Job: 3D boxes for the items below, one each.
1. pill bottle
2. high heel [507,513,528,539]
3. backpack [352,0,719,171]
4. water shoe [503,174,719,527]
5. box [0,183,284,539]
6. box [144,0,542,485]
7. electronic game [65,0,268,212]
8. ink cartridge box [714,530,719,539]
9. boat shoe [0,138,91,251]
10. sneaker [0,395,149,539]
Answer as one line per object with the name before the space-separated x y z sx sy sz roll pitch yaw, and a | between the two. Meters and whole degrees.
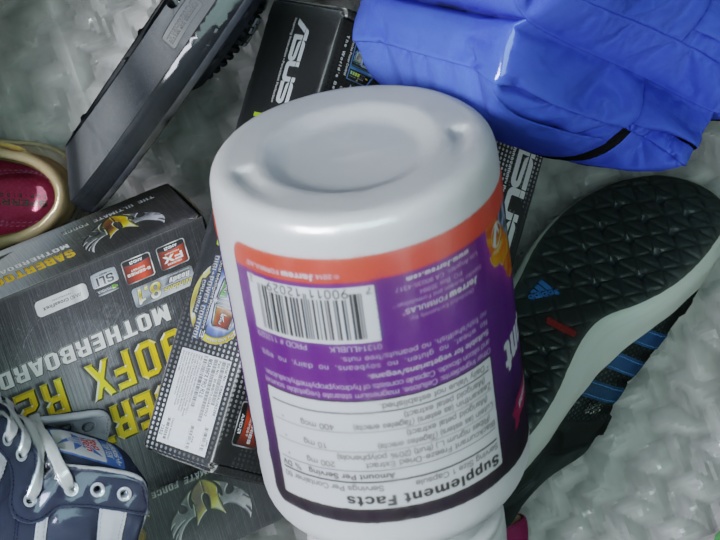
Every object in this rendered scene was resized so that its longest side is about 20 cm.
pill bottle | 0.009 0.038 0.905 0.111 0.112 0.201 -10 121 -2
high heel | -0.021 0.133 1.019 0.199 0.067 0.097 14 100 -29
backpack | 0.103 -0.128 0.947 0.199 0.162 0.169 10 103 -41
water shoe | 0.095 0.034 1.050 0.071 0.079 0.200 34 61 26
box | -0.144 0.073 0.992 0.199 0.048 0.159 -22 118 -16
box | 0.000 0.000 1.006 0.044 0.160 0.201 14 86 42
electronic game | -0.064 -0.110 0.980 0.042 0.200 0.201 34 87 -8
ink cartridge box | 0.252 0.108 0.970 0.084 0.146 0.200 36 113 -15
boat shoe | -0.223 -0.035 1.037 0.199 0.069 0.074 -4 88 -2
sneaker | -0.152 0.063 0.913 0.108 0.070 0.201 -23 126 -9
